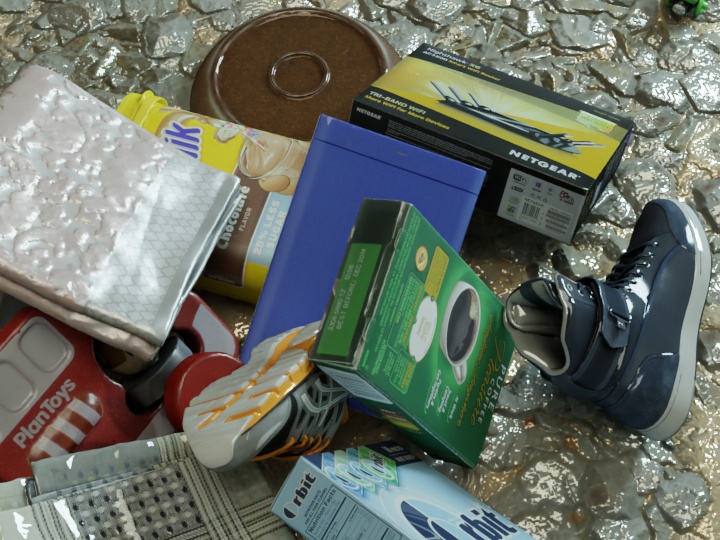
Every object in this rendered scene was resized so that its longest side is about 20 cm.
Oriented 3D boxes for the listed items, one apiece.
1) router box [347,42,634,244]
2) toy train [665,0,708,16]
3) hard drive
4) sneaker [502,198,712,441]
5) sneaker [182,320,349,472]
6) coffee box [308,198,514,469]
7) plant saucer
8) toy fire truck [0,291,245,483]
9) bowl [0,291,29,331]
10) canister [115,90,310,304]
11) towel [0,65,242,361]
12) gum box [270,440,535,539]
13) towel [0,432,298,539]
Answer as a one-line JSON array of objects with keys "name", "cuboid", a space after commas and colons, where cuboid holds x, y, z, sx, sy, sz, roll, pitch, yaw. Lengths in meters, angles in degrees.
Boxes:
[{"name": "router box", "cuboid": [0.107, -0.109, 1.072, 0.199, 0.052, 0.157, 23, 33, 13]}, {"name": "toy train", "cuboid": [0.339, -0.318, 1.232, 0.042, 0.057, 0.200, 25, 62, 17]}, {"name": "hard drive", "cuboid": [0.000, 0.000, 0.987, 0.131, 0.025, 0.201, 18, 92, -6]}, {"name": "sneaker", "cuboid": [0.186, 0.009, 0.991, 0.146, 0.077, 0.203, 24, 57, -20]}, {"name": "sneaker", "cuboid": [-0.050, 0.094, 0.875, 0.078, 0.200, 0.078, -16, 99, 23]}, {"name": "coffee box", "cuboid": [0.044, 0.050, 0.923, 0.044, 0.200, 0.124, 7, 69, 33]}, {"name": "plant saucer", "cuboid": [-0.054, -0.164, 1.165, 0.199, 0.035, 0.201, -1, 58, 2]}, {"name": "toy fire truck", "cuboid": [-0.181, 0.085, 0.920, 0.168, 0.112, 0.200, 48, 63, -22]}, {"name": "bowl", "cuboid": [-0.282, 0.003, 1.011, 0.090, 0.201, 0.202, 16, 46, -42]}, {"name": "canister", "cuboid": [-0.114, -0.053, 1.066, 0.199, 0.087, 0.149, 15, 63, 9]}, {"name": "towel", "cuboid": [-0.193, -0.047, 0.929, 0.190, 0.032, 0.200, 28, 40, -7]}, {"name": "gum box", "cuboid": [0.061, 0.188, 0.860, 0.200, 0.170, 0.045, 34, 99, 19]}, {"name": "towel", "cuboid": [-0.116, 0.185, 0.804, 0.192, 0.035, 0.200, -12, 53, -32]}]
